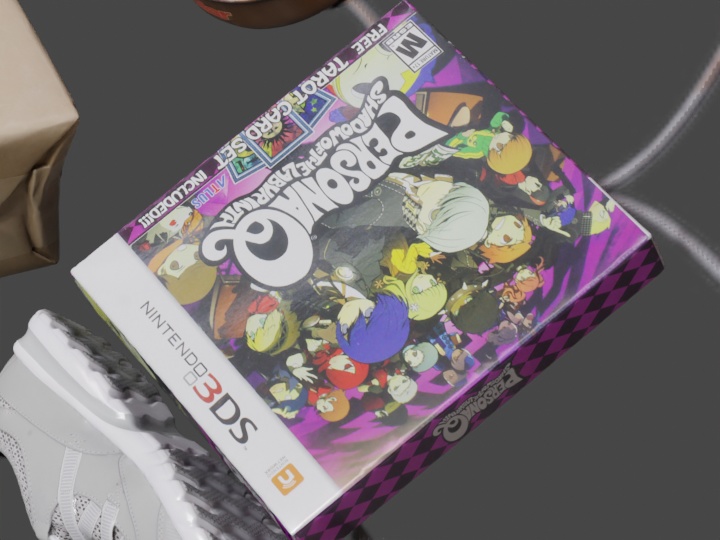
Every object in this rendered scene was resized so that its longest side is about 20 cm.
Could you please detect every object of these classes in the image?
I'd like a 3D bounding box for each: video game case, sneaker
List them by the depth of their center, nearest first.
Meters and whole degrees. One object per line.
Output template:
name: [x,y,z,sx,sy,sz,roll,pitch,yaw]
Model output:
sneaker: [-0.098,0.107,1.209,0.082,0.075,0.200,-51,51,10]
video game case: [0.000,0.000,1.222,0.200,0.036,0.181,-39,57,-6]

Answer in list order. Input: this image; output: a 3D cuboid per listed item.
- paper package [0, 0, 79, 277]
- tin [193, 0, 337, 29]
paper package: [-0.250,-0.086,1.291,0.190,0.104,0.200,-15,53,-23]
tin: [-0.015,-0.203,1.337,0.112,0.042,0.200,33,81,35]
